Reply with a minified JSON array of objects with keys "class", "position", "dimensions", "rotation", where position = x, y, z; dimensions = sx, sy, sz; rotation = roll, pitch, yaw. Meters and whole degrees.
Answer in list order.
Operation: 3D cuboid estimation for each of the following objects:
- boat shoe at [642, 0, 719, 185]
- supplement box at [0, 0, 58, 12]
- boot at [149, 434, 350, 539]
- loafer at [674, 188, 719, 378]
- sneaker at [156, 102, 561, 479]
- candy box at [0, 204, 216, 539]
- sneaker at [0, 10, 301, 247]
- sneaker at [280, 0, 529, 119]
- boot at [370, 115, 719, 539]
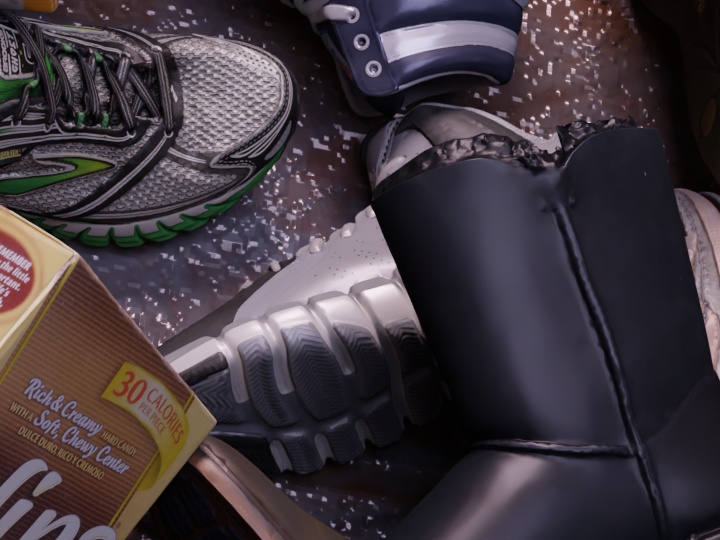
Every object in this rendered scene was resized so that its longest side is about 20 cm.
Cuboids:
[{"class":"boat shoe","position":[0.161,-0.090,1.125],"dimensions":[0.067,0.072,0.200],"rotation":[2,46,-23]},{"class":"supplement box","position":[-0.199,-0.168,1.034],"dimensions":[0.200,0.074,0.126],"rotation":[6,67,1]},{"class":"boot","position":[0.015,0.114,1.023],"dimensions":[0.200,0.075,0.097],"rotation":[49,57,-7]},{"class":"loafer","position":[0.111,0.048,1.058],"dimensions":[0.063,0.072,0.200],"rotation":[15,51,-23]},{"class":"sneaker","position":[0.000,0.000,1.072],"dimensions":[0.200,0.075,0.116],"rotation":[-17,46,-7]},{"class":"candy box","position":[-0.144,0.088,0.924],"dimensions":[0.055,0.115,0.200],"rotation":[31,75,34]},{"class":"sneaker","position":[-0.114,-0.054,1.036],"dimensions":[0.200,0.085,0.078],"rotation":[-6,71,-21]},{"class":"sneaker","position":[-0.030,-0.118,1.098],"dimensions":[0.200,0.070,0.109],"rotation":[7,86,0]},{"class":"boot","position":[0.033,0.047,0.958],"dimensions":[0.200,0.076,0.168],"rotation":[-19,83,-19]}]
